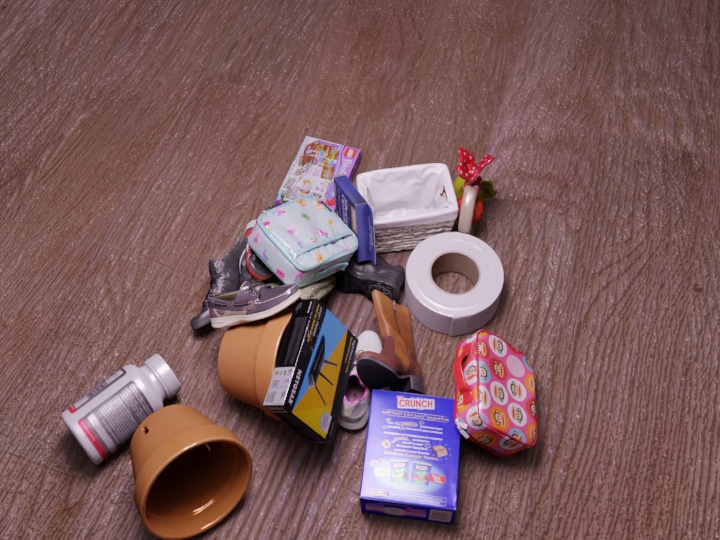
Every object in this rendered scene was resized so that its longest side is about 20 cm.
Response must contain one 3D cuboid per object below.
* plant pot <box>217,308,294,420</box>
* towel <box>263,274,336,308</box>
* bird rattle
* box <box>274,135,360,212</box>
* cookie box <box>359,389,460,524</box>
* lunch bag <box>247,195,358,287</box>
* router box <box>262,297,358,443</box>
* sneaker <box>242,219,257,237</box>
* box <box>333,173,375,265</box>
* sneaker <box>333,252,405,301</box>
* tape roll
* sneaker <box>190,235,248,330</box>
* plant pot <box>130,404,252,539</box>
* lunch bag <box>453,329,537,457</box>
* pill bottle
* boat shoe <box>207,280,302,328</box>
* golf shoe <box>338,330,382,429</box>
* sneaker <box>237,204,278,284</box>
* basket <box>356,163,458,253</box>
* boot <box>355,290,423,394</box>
[{"bbox_3d":[-0.167,0.165,1.500,0.137,0.202,0.203,4,53,23],"label":"plant pot"},{"bbox_3d":[-0.132,0.038,1.587,0.145,0.038,0.200,-2,10,16],"label":"towel"},{"bbox_3d":[0.236,-0.151,1.711,0.110,0.200,0.167,10,80,2],"label":"bird rattle"},{"bbox_3d":[-0.092,-0.201,1.830,0.134,0.039,0.203,15,57,11],"label":"box"},{"bbox_3d":[0.091,0.323,1.448,0.166,0.076,0.204,6,56,4],"label":"cookie box"},{"bbox_3d":[-0.101,-0.056,1.573,0.160,0.078,0.198,44,39,17],"label":"lunch bag"},{"bbox_3d":[-0.081,0.174,1.427,0.050,0.149,0.204,-6,54,34],"label":"router box"},{"bbox_3d":[-0.152,-0.051,1.716,0.195,0.078,0.087,1,60,14],"label":"sneaker"},{"bbox_3d":[-0.014,-0.103,1.665,0.032,0.124,0.200,-11,28,-14],"label":"box"},{"bbox_3d":[0.000,0.000,1.683,0.196,0.077,0.091,23,46,11],"label":"sneaker"},{"bbox_3d":[0.186,0.025,1.655,0.197,0.071,0.206,0,55,0],"label":"tape roll"},{"bbox_3d":[-0.280,0.024,1.644,0.199,0.060,0.105,-38,97,-29],"label":"sneaker"},{"bbox_3d":[-0.298,0.322,1.385,0.198,0.203,0.140,-30,44,-19],"label":"plant pot"},{"bbox_3d":[0.232,0.213,1.471,0.174,0.082,0.203,30,47,-25],"label":"lunch bag"},{"bbox_3d":[-0.425,0.242,1.487,0.199,0.112,0.110,-38,63,-22],"label":"pill bottle"},{"bbox_3d":[-0.194,0.051,1.465,0.196,0.066,0.072,-16,14,31],"label":"boat shoe"},{"bbox_3d":[0.004,0.190,1.532,0.073,0.092,0.203,8,54,8],"label":"golf shoe"},{"bbox_3d":[-0.197,-0.045,1.638,0.070,0.098,0.203,30,42,-18],"label":"sneaker"},{"bbox_3d":[0.095,-0.125,1.726,0.195,0.125,0.138,-8,56,-4],"label":"basket"},{"bbox_3d":[0.049,0.122,1.536,0.186,0.068,0.204,25,46,-39],"label":"boot"}]
